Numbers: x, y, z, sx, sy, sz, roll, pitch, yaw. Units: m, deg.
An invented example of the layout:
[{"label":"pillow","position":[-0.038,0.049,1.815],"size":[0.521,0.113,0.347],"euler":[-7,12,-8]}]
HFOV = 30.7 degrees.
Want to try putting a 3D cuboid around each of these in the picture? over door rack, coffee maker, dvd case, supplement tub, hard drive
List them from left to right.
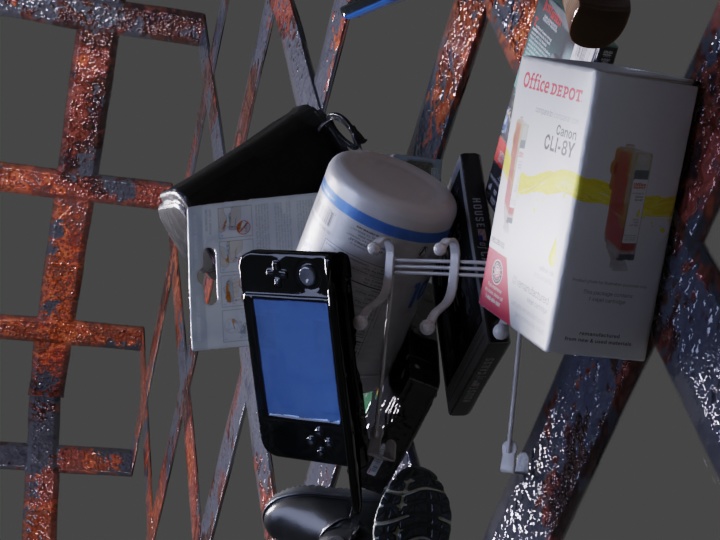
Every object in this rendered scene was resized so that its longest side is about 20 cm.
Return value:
[{"label":"coffee maker","position":[-0.118,-0.096,1.488],"size":[0.135,0.199,0.192],"euler":[49,157,10]},{"label":"supplement tub","position":[0.000,0.000,1.248],"size":[0.132,0.131,0.201],"euler":[-112,40,-59]},{"label":"hard drive","position":[0.036,0.112,1.329],"size":[0.201,0.038,0.141],"euler":[-90,23,-62]},{"label":"over door rack","position":[0.069,0.073,1.113],"size":[0.147,0.066,0.202],"euler":[2,94,32]},{"label":"dvd case","position":[0.099,0.014,1.239],"size":[0.151,0.024,0.202],"euler":[108,159,-57]},{"label":"dvd case","position":[0.158,-0.122,1.120],"size":[0.146,0.022,0.202],"euler":[-113,31,-59]}]

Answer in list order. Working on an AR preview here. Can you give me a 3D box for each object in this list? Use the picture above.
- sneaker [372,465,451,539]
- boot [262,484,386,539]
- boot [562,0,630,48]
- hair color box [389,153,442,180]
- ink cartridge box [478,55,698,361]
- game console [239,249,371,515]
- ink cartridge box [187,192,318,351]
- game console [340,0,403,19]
[{"label":"sneaker","position":[0.041,0.294,1.287],"size":[0.086,0.077,0.202],"euler":[136,140,-76]},{"label":"boot","position":[-0.051,0.311,1.351],"size":[0.201,0.163,0.066],"euler":[-69,-37,-53]},{"label":"boot","position":[0.199,-0.283,0.971],"size":[0.201,0.076,0.157],"euler":[108,165,-58]},{"label":"hair color box","position":[0.029,-0.068,1.478],"size":[0.200,0.060,0.100],"euler":[171,104,-74]},{"label":"ink cartridge box","position":[0.162,-0.052,0.967],"size":[0.145,0.083,0.202],"euler":[-138,55,-70]},{"label":"game console","position":[-0.054,0.093,1.152],"size":[0.175,0.116,0.202],"euler":[3,105,33]},{"label":"ink cartridge box","position":[-0.081,0.004,1.388],"size":[0.047,0.198,0.162],"euler":[57,-152,-75]},{"label":"game console","position":[0.062,-0.354,1.380],"size":[0.200,0.169,0.119],"euler":[-166,56,-74]}]
